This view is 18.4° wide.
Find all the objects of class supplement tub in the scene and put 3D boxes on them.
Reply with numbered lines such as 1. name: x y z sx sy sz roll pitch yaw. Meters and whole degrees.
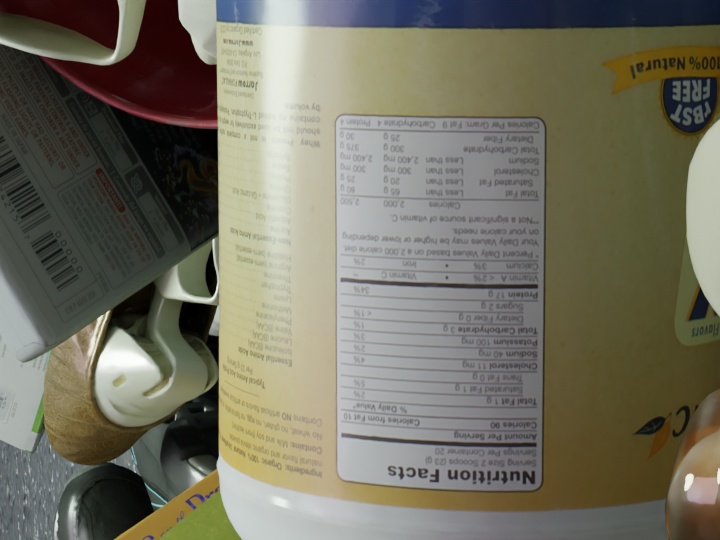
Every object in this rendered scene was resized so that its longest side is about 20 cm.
1. supplement tub: 0.033 0.004 0.578 0.144 0.143 0.202 -156 64 -70

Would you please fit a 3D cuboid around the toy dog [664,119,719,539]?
1. toy dog: 0.108 -0.015 0.362 0.194 0.138 0.202 -103 16 -69

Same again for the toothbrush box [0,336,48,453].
1. toothbrush box: -0.150 -0.034 1.103 0.146 0.085 0.201 119 173 -58

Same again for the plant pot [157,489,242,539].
1. plant pot: -0.042 0.167 0.759 0.201 0.187 0.187 -56 18 -7

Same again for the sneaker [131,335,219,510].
1. sneaker: -0.080 0.088 1.033 0.200 0.075 0.080 -128 35 -63

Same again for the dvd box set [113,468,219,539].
1. dvd box set: -0.089 0.159 0.877 0.029 0.199 0.147 39 147 30

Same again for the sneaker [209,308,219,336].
1. sneaker: -0.062 -0.071 0.983 0.099 0.074 0.202 -4 103 66

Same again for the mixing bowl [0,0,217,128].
1. mixing bowl: -0.031 -0.154 0.746 0.108 0.198 0.202 -23 -65 -66

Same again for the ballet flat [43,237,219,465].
1. ballet flat: -0.076 0.005 0.910 0.072 0.067 0.201 41 113 46

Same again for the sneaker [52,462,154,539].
1. sneaker: -0.081 0.180 1.044 0.201 0.075 0.079 64 159 7

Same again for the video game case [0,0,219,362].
1. video game case: -0.110 -0.093 0.778 0.023 0.182 0.201 -26 97 41

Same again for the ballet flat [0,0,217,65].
1. ballet flat: -0.061 -0.099 0.677 0.068 0.198 0.069 -41 -52 -59
